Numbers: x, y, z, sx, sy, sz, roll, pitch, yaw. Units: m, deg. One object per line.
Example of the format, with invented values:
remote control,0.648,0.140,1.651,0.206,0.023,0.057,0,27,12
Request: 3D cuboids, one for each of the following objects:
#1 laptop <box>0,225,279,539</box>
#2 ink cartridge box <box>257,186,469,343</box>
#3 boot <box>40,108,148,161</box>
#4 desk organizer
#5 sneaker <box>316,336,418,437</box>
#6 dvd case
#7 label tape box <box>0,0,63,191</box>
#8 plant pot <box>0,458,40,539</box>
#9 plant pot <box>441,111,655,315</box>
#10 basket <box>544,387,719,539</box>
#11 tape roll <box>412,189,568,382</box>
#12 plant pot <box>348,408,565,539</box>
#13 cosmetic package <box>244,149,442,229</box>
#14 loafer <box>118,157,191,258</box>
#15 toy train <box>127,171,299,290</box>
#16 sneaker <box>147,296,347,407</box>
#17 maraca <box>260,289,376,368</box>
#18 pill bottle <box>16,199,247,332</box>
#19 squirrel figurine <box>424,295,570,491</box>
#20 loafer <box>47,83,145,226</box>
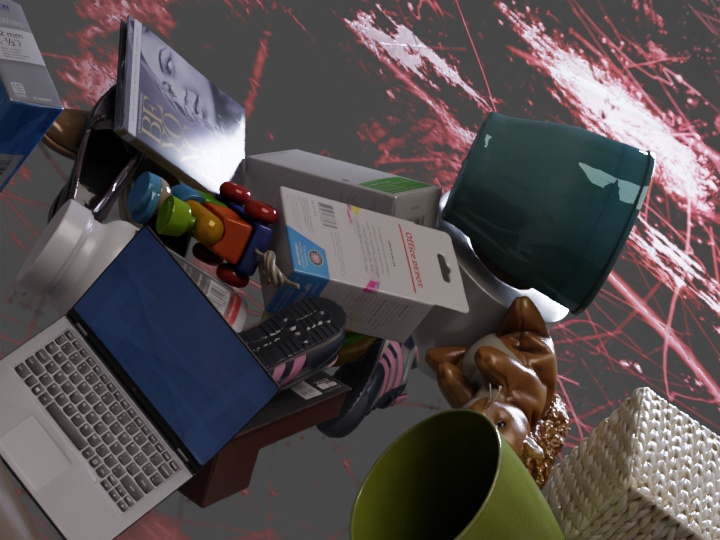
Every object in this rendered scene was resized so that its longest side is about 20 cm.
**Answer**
laptop,-0.211,0.105,1.332,0.200,0.116,0.187,-37,81,-25
ink cartridge box,0.000,0.000,1.549,0.199,0.068,0.115,14,43,-26
boot,-0.256,-0.154,1.675,0.199,0.075,0.074,6,51,-42
desk organizer,-0.102,0.151,1.489,0.072,0.077,0.200,30,26,27
sneaker,0.017,0.125,1.665,0.082,0.070,0.200,56,37,-20
dvd case,-0.188,-0.161,1.661,0.200,0.016,0.149,37,42,-45
label tape box,-0.376,-0.190,1.519,0.066,0.143,0.201,5,50,-44
plant pot,-0.328,0.188,1.146,0.174,0.200,0.200,53,31,-16
plant pot,0.199,-0.080,1.735,0.187,0.201,0.200,25,35,-1
basket,0.306,0.275,1.714,0.161,0.198,0.200,35,35,-8
tape roll,0.128,0.024,1.833,0.202,0.139,0.203,29,33,-21
plant pot,0.122,0.271,1.557,0.200,0.187,0.188,44,30,-29
cosmetic package,-0.024,-0.071,1.734,0.199,0.085,0.107,18,18,28
loafer,-0.205,-0.047,1.618,0.075,0.068,0.201,23,40,-31
toy train,-0.141,-0.037,1.481,0.115,0.085,0.200,20,8,-30
sneaker,-0.102,0.096,1.444,0.199,0.082,0.070,-19,52,-22
maraca,-0.041,0.035,1.649,0.200,0.136,0.107,-112,-170,-64
pill bottle,-0.217,0.024,1.486,0.200,0.116,0.116,34,35,-16
squirrel figurine,0.164,0.167,1.687,0.200,0.141,0.187,56,19,-27
loafer,-0.256,-0.116,1.584,0.072,0.063,0.201,26,59,-13
